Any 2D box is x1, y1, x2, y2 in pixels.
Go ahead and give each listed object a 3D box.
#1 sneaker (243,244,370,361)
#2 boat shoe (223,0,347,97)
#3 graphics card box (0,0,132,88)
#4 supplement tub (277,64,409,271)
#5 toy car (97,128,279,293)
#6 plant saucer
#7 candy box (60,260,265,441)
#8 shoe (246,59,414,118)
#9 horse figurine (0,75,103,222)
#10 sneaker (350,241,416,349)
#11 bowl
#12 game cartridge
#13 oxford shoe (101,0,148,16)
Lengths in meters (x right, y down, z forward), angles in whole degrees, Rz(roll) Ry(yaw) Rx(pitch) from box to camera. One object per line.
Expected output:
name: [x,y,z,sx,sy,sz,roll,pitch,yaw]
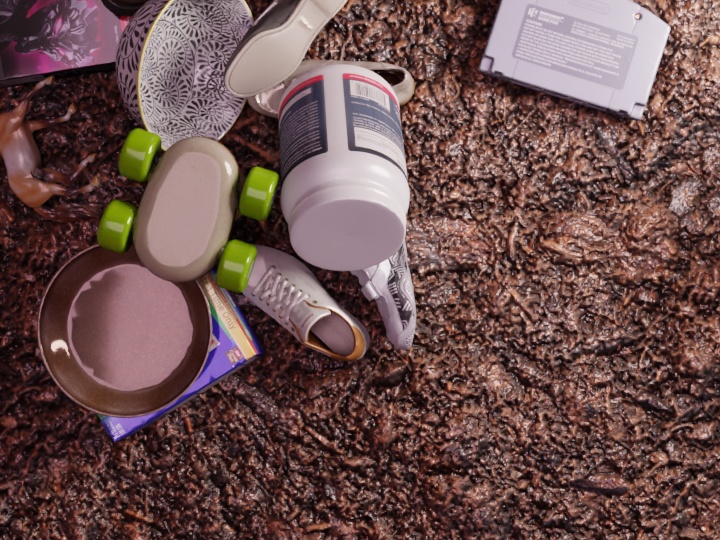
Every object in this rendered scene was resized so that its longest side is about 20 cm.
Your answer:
sneaker: [-0.073,0.035,1.381,0.200,0.085,0.073,35,94,3]
boat shoe: [-0.089,-0.280,1.377,0.200,0.057,0.067,-47,123,-6]
graphics card box: [-0.357,-0.294,1.402,0.200,0.051,0.126,-8,91,4]
supplement tub: [-0.020,-0.114,1.298,0.140,0.140,0.200,-6,53,3]
toy car: [-0.179,-0.071,1.324,0.164,0.200,0.158,18,96,1]
plant saucer: [-0.264,0.065,1.337,0.200,0.037,0.201,0,91,4]
candy box: [-0.242,0.079,1.392,0.200,0.077,0.169,-32,89,2]
shoe: [-0.037,-0.218,1.386,0.200,0.053,0.070,-5,91,3]
horse figurine: [-0.384,-0.137,1.404,0.132,0.050,0.200,-22,97,15]
sneaker: [0.000,0.000,1.383,0.115,0.075,0.200,-10,86,3]
bowl: [-0.216,-0.239,1.348,0.094,0.201,0.201,21,93,29]
game cartridge: [0.252,-0.267,1.382,0.200,0.040,0.133,18,96,2]
oxford shoe: [-0.197,-0.349,1.355,0.200,0.084,0.073,-24,84,-24]
